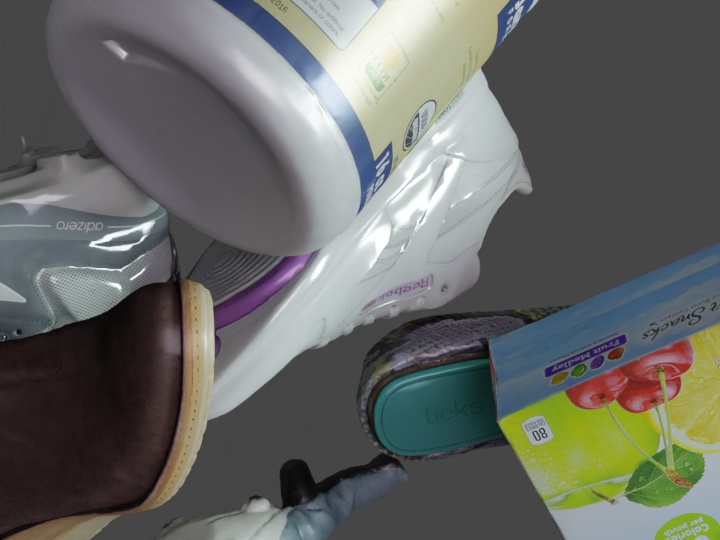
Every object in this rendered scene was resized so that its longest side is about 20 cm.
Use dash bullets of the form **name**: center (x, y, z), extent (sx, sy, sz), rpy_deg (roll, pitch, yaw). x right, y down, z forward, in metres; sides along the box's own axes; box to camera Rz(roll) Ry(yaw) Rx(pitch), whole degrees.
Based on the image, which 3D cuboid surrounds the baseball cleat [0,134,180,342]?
- **baseball cleat**: center (-0.166, 0.012, 1.066), extent (0.200, 0.070, 0.107), rpy_deg (-18, 103, -15)

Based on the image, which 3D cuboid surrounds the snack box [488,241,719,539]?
- **snack box**: center (0.171, 0.088, 1.104), extent (0.168, 0.068, 0.200), rpy_deg (-25, 118, 13)

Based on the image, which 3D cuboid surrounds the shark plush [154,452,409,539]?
- **shark plush**: center (-0.066, 0.143, 1.142), extent (0.200, 0.091, 0.083), rpy_deg (-48, 131, -28)

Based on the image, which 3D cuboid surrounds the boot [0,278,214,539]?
- **boot**: center (-0.157, 0.057, 1.017), extent (0.166, 0.200, 0.072), rpy_deg (9, 57, -23)

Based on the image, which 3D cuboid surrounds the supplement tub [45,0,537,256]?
- **supplement tub**: center (-0.012, -0.120, 1.043), extent (0.144, 0.144, 0.200), rpy_deg (48, 65, -18)

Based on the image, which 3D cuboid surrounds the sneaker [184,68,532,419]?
- **sneaker**: center (0.000, 0.000, 1.108), extent (0.200, 0.075, 0.100), rpy_deg (-46, 122, -17)

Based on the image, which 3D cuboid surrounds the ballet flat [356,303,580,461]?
- **ballet flat**: center (0.095, 0.037, 1.153), extent (0.200, 0.072, 0.072), rpy_deg (-6, 100, -5)
